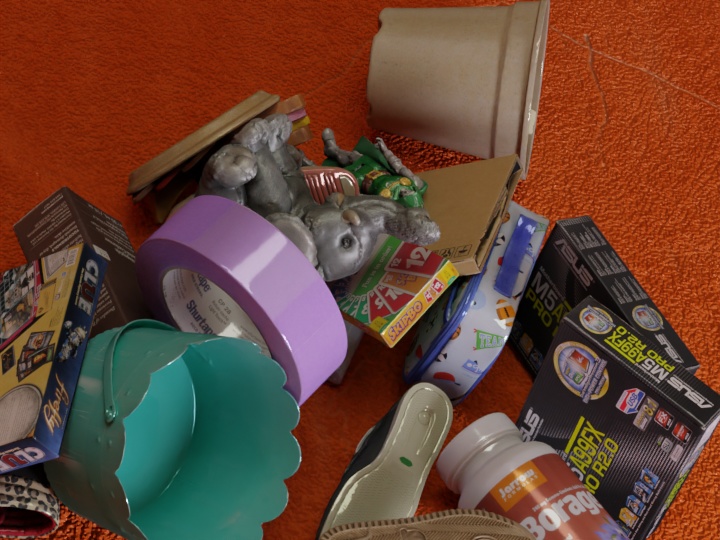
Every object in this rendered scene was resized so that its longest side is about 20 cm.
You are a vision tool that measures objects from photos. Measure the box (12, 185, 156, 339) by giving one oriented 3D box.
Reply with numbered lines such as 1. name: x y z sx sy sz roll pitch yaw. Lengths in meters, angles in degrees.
1. box: -0.244 0.026 1.677 0.075 0.100 0.201 -35 58 11

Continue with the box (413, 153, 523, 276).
1. box: 0.051 -0.043 1.757 0.199 0.021 0.164 -10 36 32

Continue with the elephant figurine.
1. elephant figurine: -0.054 -0.035 1.638 0.200 0.155 0.141 44 61 9

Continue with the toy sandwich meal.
1. toy sandwich meal: -0.145 -0.114 1.814 0.205 0.205 0.071 -38 98 -37

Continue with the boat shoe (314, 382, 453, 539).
1. boat shoe: 0.017 0.196 1.642 0.072 0.068 0.201 40 60 -12

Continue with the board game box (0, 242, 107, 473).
1. board game box: -0.295 0.080 1.518 0.135 0.035 0.201 -17 46 30

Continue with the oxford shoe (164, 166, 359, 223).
1. oxford shoe: -0.099 -0.072 1.762 0.198 0.071 0.074 -12 26 4

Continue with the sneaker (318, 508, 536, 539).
1. sneaker: 0.053 0.268 1.547 0.198 0.109 0.070 0 45 -11

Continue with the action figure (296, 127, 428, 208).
1. action figure: 0.005 -0.092 1.799 0.118 0.055 0.200 -37 35 -18

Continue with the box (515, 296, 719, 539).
1. box: 0.230 0.144 1.636 0.160 0.201 0.044 39 49 18

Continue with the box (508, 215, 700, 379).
1. box: 0.228 0.073 1.733 0.044 0.161 0.201 -12 54 -31

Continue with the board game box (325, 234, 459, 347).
1. board game box: 0.000 0.000 1.696 0.096 0.030 0.200 -46 35 -12

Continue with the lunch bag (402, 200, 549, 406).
1. lunch bag: 0.116 0.023 1.746 0.075 0.161 0.201 27 46 -4

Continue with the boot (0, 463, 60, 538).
1. boot: -0.347 0.150 1.571 0.202 0.074 0.155 8 51 -7

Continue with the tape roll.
1. tape roll: -0.107 0.032 1.581 0.200 0.201 0.066 37 60 18

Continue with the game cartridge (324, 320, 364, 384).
1. game cartridge: -0.089 0.026 1.777 0.199 0.041 0.134 22 43 4

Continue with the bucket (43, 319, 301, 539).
1. bucket: -0.164 0.143 1.525 0.134 0.209 0.207 11 36 43

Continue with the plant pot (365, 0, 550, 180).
1. plant pot: 0.105 -0.211 1.952 0.182 0.201 0.201 8 46 8

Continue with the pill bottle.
1. pill bottle: 0.159 0.229 1.611 0.112 0.113 0.200 -23 58 -31
